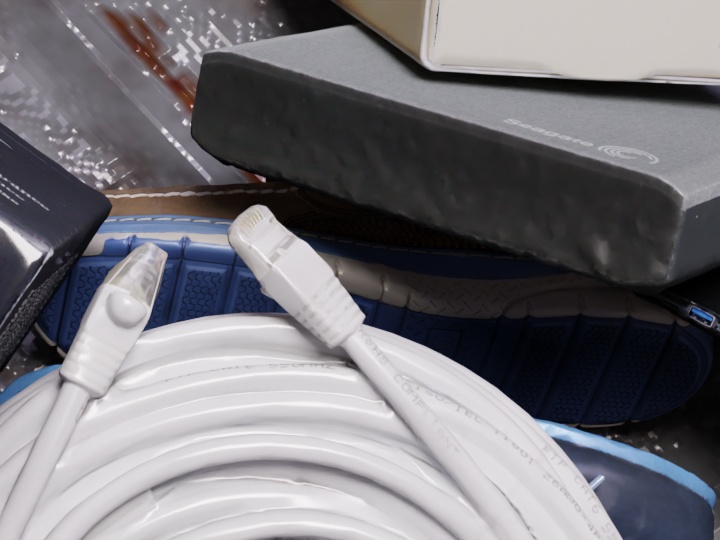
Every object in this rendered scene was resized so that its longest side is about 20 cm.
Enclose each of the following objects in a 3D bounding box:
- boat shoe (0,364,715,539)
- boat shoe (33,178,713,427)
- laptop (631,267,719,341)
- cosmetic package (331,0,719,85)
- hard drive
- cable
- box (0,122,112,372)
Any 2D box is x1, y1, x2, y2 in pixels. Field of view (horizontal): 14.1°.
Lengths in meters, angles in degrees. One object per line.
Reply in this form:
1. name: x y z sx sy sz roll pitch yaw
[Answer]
1. boat shoe: -0.005 0.077 0.791 0.199 0.084 0.069 4 65 4
2. boat shoe: 0.000 0.000 0.839 0.199 0.072 0.073 8 46 -16
3. laptop: 0.196 -0.009 0.816 0.200 0.104 0.177 29 17 12
4. cosmetic package: 0.039 -0.109 0.840 0.105 0.071 0.200 2 15 -19
5. hard drive: 0.063 -0.040 0.810 0.139 0.033 0.200 18 18 25
6. cable: -0.025 0.110 0.708 0.200 0.069 0.200 40 87 -8
7. box: -0.148 -0.010 0.666 0.148 0.200 0.104 35 92 -2
